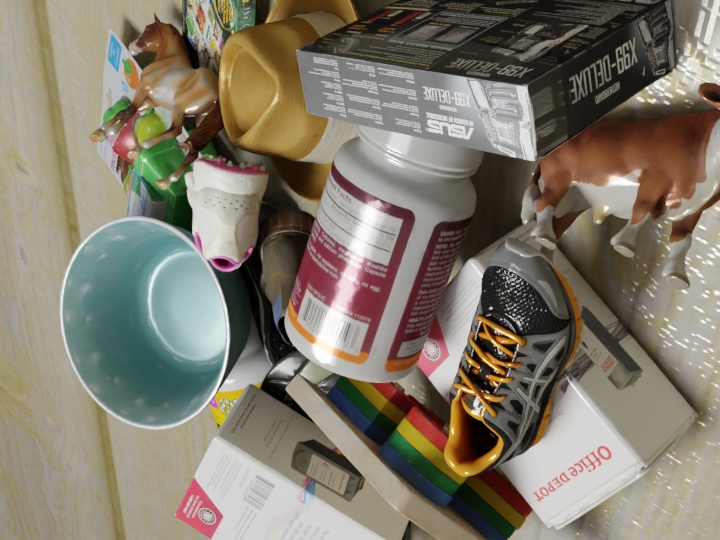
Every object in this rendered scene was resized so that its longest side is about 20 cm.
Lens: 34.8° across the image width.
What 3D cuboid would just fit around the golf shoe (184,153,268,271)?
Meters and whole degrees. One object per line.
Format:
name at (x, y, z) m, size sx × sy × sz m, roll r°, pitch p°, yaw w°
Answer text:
golf shoe at (-0.121, -0.046, 1.001) m, size 0.200 × 0.074 × 0.093 m, roll 168°, pitch 108°, yaw -84°

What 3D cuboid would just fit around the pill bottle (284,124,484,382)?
pill bottle at (0.021, -0.030, 0.862) m, size 0.113 × 0.113 × 0.203 m, roll 33°, pitch 117°, yaw 29°

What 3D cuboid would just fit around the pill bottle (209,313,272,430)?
pill bottle at (-0.112, 0.134, 1.236) m, size 0.103 × 0.104 × 0.203 m, roll 8°, pitch 122°, yaw 47°

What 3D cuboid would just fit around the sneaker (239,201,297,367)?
sneaker at (-0.084, 0.012, 1.162) m, size 0.083 × 0.071 × 0.203 m, roll -138°, pitch 33°, yaw -60°

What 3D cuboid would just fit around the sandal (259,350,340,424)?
sandal at (-0.068, 0.146, 1.156) m, size 0.079 × 0.058 × 0.203 m, roll 29°, pitch 128°, yaw 4°

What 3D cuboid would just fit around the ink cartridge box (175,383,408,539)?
ink cartridge box at (-0.064, 0.226, 1.116) m, size 0.198 × 0.086 × 0.148 m, roll 31°, pitch 131°, yaw -1°

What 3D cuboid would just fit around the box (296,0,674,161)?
box at (0.080, -0.139, 0.753) m, size 0.198 × 0.157 × 0.051 m, roll 17°, pitch 129°, yaw 41°

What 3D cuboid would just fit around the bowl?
bowl at (-0.185, 0.044, 1.125) m, size 0.197 × 0.105 × 0.205 m, roll 4°, pitch 99°, yaw 24°

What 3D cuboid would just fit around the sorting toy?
sorting toy at (0.059, 0.164, 0.983) m, size 0.200 × 0.070 × 0.198 m, roll 41°, pitch 179°, yaw -37°

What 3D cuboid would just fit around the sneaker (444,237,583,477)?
sneaker at (0.101, 0.069, 0.810) m, size 0.078 × 0.077 × 0.203 m, roll 30°, pitch 136°, yaw 34°

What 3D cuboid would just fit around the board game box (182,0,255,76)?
board game box at (-0.126, -0.250, 1.018) m, size 0.105 × 0.023 × 0.202 m, roll 51°, pitch 148°, yaw 34°

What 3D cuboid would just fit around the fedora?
fedora at (-0.064, -0.148, 0.939) m, size 0.200 × 0.081 × 0.205 m, roll 19°, pitch 112°, yaw 57°

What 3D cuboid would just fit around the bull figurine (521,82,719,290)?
bull figurine at (0.183, -0.057, 0.744) m, size 0.065 × 0.123 × 0.199 m, roll 36°, pitch 162°, yaw -27°

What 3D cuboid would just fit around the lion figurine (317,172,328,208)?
lion figurine at (0.000, 0.000, 1.028) m, size 0.202 × 0.071 × 0.123 m, roll 96°, pitch 150°, yaw -49°

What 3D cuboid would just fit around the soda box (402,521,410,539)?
soda box at (0.011, 0.232, 1.198) m, size 0.070 × 0.063 × 0.203 m, roll 30°, pitch 136°, yaw 32°

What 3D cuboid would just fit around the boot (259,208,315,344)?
boot at (-0.056, 0.041, 1.042) m, size 0.201 × 0.073 × 0.098 m, roll 76°, pitch -172°, yaw -57°

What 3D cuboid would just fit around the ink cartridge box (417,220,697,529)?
ink cartridge box at (0.144, 0.085, 0.908) m, size 0.201 × 0.084 × 0.146 m, roll 52°, pitch 145°, yaw 11°

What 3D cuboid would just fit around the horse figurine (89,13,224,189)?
horse figurine at (-0.171, -0.150, 1.038) m, size 0.199 × 0.133 × 0.050 m, roll 31°, pitch 164°, yaw 45°

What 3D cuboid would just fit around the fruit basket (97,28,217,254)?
fruit basket at (-0.227, -0.117, 1.198) m, size 0.200 × 0.093 × 0.186 m, roll 48°, pitch 144°, yaw 19°
